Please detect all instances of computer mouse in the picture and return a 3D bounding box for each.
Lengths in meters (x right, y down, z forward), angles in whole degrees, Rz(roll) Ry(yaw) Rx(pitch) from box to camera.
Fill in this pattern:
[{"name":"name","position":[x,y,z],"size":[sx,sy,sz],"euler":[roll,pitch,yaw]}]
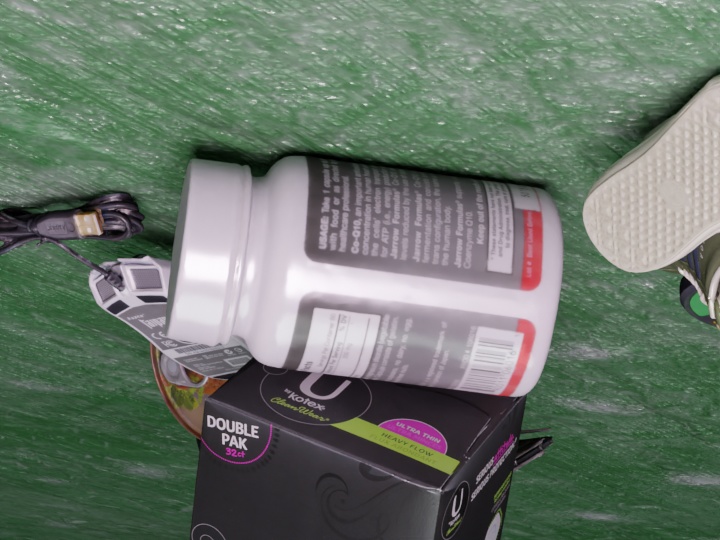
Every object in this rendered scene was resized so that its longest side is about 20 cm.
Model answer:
[{"name":"computer mouse","position":[-0.129,0.007,1.350],"size":[0.109,0.044,0.200],"euler":[-12,144,37]}]

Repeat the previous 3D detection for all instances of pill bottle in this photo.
[{"name":"pill bottle","position":[0.000,0.000,1.159],"size":[0.198,0.115,0.114],"euler":[8,167,-8]}]

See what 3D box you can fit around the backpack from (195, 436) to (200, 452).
[{"name":"backpack","position":[-0.035,0.118,1.579],"size":[0.166,0.164,0.200],"euler":[-20,176,-11]}]

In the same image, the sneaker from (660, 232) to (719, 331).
[{"name":"sneaker","position":[0.190,-0.004,1.115],"size":[0.066,0.091,0.200],"euler":[8,167,-15]}]

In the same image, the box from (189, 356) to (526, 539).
[{"name":"box","position":[-0.008,0.152,1.218],"size":[0.147,0.202,0.124],"euler":[19,-150,19]}]

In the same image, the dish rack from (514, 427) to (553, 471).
[{"name":"dish rack","position":[0.017,0.123,1.374],"size":[0.199,0.055,0.153],"euler":[-11,-169,47]}]

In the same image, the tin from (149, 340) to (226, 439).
[{"name":"tin","position":[-0.061,0.055,1.421],"size":[0.199,0.113,0.042],"euler":[-7,-176,45]}]

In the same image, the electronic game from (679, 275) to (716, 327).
[{"name":"electronic game","position":[0.287,0.017,1.274],"size":[0.198,0.042,0.200],"euler":[6,167,1]}]

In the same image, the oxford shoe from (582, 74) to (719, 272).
[{"name":"oxford shoe","position":[0.177,-0.055,0.995],"size":[0.058,0.076,0.200],"euler":[-36,-178,-34]}]
